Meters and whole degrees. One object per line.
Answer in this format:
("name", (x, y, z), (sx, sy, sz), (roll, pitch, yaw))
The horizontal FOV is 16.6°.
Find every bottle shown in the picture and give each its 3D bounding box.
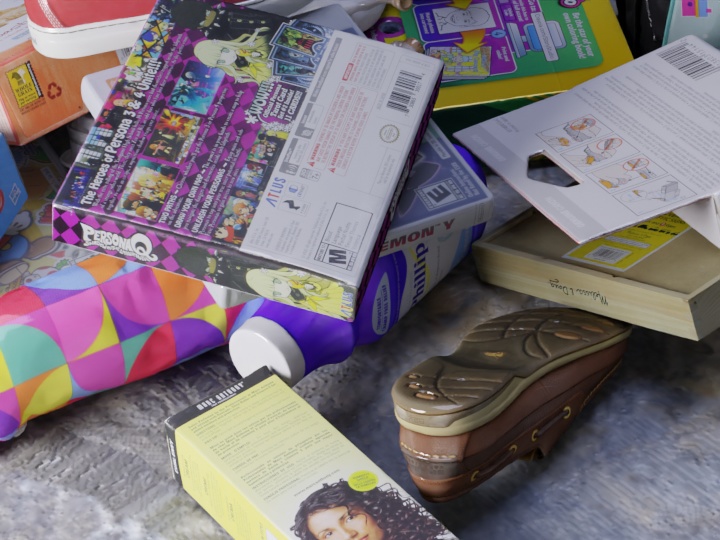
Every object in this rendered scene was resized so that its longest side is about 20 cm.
("bottle", (0.000, 0.000, 1.486), (0.065, 0.084, 0.200), (25, 47, 27))

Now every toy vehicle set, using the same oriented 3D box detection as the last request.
("toy vehicle set", (0.174, -0.016, 1.479), (0.124, 0.027, 0.199), (-30, 26, -27))

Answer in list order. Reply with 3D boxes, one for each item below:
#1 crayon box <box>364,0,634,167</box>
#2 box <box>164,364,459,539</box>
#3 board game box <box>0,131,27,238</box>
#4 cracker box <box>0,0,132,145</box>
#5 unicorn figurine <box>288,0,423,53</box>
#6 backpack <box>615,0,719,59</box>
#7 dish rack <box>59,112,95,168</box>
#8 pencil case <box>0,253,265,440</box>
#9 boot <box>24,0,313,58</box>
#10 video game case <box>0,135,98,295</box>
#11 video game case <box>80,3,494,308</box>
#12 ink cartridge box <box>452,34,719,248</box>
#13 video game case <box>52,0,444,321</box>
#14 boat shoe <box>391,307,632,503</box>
("crayon box", (0.088, -0.149, 1.679), (0.171, 0.059, 0.201), (-7, 38, -4))
("box", (-0.023, 0.133, 1.353), (0.075, 0.050, 0.200), (-28, 44, -26))
("board game box", (-0.337, -0.009, 1.525), (0.194, 0.056, 0.201), (7, 47, 25))
("cracker box", (-0.225, -0.141, 1.651), (0.133, 0.058, 0.199), (-30, 21, -27))
("unicorn figurine", (-0.008, -0.180, 1.638), (0.137, 0.074, 0.200), (3, 28, 40))
("backpack", (0.245, -0.230, 1.647), (0.152, 0.201, 0.176), (-3, 38, 2))
("dish rack", (-0.091, -0.095, 1.591), (0.171, 0.044, 0.200), (-21, 22, -26))
("pencil case", (-0.153, 0.033, 1.467), (0.199, 0.089, 0.088), (-23, 42, -21))
("boot", (-0.114, -0.219, 1.519), (0.198, 0.145, 0.073), (-12, 32, -12))
("video game case", (-0.263, -0.020, 1.590), (0.181, 0.023, 0.200), (-21, 42, -18))
("video game case", (-0.046, -0.074, 1.480), (0.181, 0.023, 0.200), (-19, 50, -22))
("ink cartridge box", (0.172, -0.065, 1.478), (0.175, 0.045, 0.200), (-23, 28, -11))
("video game case", (-0.061, -0.071, 1.430), (0.180, 0.036, 0.201), (15, 47, 6))
("boat shoe", (0.087, 0.072, 1.404), (0.072, 0.068, 0.200), (12, 24, 35))
